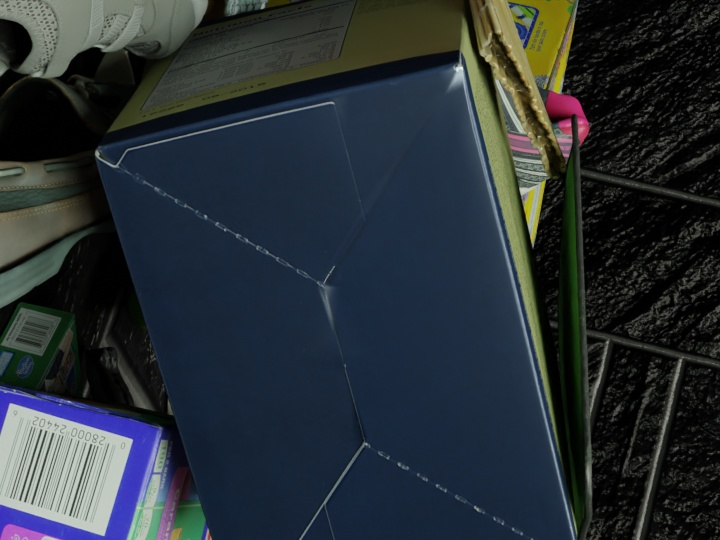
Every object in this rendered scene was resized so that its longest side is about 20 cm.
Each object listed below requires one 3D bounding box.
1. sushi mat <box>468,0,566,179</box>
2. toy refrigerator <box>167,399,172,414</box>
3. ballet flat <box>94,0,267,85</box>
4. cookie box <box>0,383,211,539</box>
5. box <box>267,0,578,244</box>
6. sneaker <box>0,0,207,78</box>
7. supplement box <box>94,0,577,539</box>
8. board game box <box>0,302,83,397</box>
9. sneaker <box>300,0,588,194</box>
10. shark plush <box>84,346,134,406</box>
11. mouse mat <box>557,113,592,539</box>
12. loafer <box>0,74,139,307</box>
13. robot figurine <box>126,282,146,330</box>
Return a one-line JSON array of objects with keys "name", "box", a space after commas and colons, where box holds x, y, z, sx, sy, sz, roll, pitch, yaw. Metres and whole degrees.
[{"name": "sushi mat", "box": [0.046, -0.136, 0.765, 0.096, 0.012, 0.200, 55, 17, -49]}, {"name": "toy refrigerator", "box": [-0.055, 0.020, 1.188, 0.200, 0.076, 0.070, -66, 167, -51]}, {"name": "ballet flat", "box": [-0.085, -0.115, 0.849, 0.074, 0.074, 0.200, 32, 68, -81]}, {"name": "cookie box", "box": [-0.117, 0.140, 0.790, 0.200, 0.075, 0.171, 40, 65, -81]}, {"name": "box", "box": [0.010, -0.068, 1.076, 0.122, 0.193, 0.200, -67, 168, -49]}, {"name": "sneaker", "box": [-0.120, -0.104, 0.672, 0.082, 0.075, 0.200, -64, 163, 0]}, {"name": "supplement box", "box": [0.000, 0.000, 0.750, 0.200, 0.134, 0.200, -80, 157, -70]}, {"name": "board game box", "box": [-0.168, 0.131, 0.802, 0.135, 0.029, 0.200, 95, 12, -48]}, {"name": "sneaker", "box": [0.033, -0.115, 0.911, 0.200, 0.075, 0.081, 44, 23, -32]}, {"name": "shark plush", "box": [-0.123, 0.142, 0.920, 0.091, 0.083, 0.200, -52, 135, -73]}, {"name": "mouse mat", "box": [0.090, 0.045, 0.783, 0.200, 0.008, 0.161, 82, 8, -68]}, {"name": "loafer", "box": [-0.121, -0.045, 0.713, 0.200, 0.072, 0.063, -54, 151, -62]}, {"name": "robot figurine", "box": [-0.043, -0.022, 0.968, 0.116, 0.175, 0.200, -118, -172, -47]}]
